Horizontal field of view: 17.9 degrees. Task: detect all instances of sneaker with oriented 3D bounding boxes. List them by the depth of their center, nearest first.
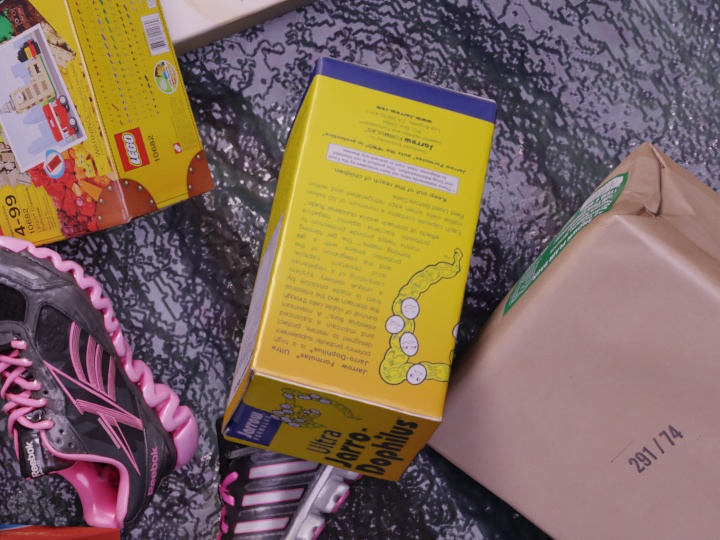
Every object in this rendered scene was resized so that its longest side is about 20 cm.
[{"bbox_3d":[-0.171,0.067,1.278,0.200,0.079,0.096,52,48,-27],"label":"sneaker"},{"bbox_3d":[-0.061,0.130,1.337,0.087,0.074,0.200,36,84,-1],"label":"sneaker"}]

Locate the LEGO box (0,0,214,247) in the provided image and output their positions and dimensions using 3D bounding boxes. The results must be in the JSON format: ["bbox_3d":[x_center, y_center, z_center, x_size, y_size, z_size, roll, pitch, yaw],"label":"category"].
[{"bbox_3d":[-0.184,-0.118,1.275,0.077,0.149,0.201,-23,98,-51],"label":"LEGO box"}]

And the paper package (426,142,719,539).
[{"bbox_3d":[0.165,0.065,1.303,0.190,0.104,0.200,37,122,-5],"label":"paper package"}]

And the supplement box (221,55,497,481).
[{"bbox_3d":[0.000,0.000,1.291,0.109,0.109,0.201,15,65,-6],"label":"supplement box"}]

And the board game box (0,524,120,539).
[{"bbox_3d":[-0.241,0.164,1.226,0.153,0.200,0.040,0,88,20],"label":"board game box"}]

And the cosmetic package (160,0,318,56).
[{"bbox_3d":[-0.070,-0.197,1.337,0.200,0.073,0.104,-23,91,-7],"label":"cosmetic package"}]
